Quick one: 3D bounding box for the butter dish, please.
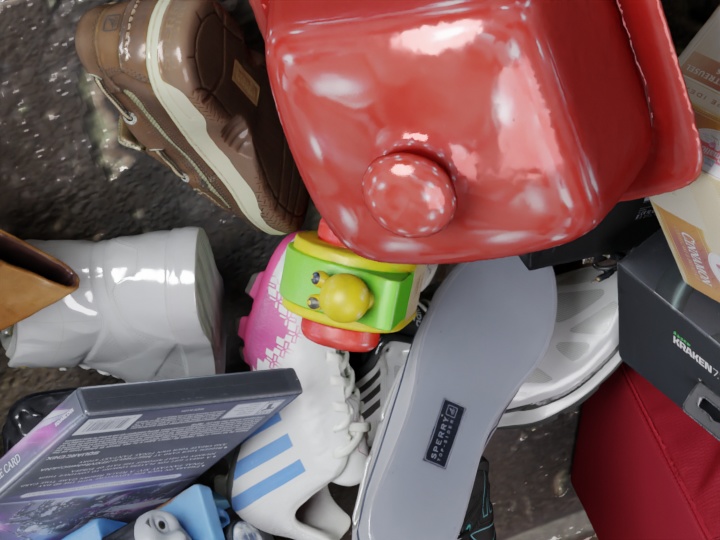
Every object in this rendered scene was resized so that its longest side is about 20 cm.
[{"bbox_3d":[0.037,-0.073,1.230,0.199,0.148,0.200,-6,127,23],"label":"butter dish"}]

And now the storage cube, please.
[{"bbox_3d":[0.245,0.126,1.643,0.170,0.180,0.201,-14,142,-13],"label":"storage cube"}]

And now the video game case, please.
[{"bbox_3d":[-0.140,0.109,1.418,0.142,0.019,0.200,-4,154,-42],"label":"video game case"}]

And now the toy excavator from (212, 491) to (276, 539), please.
[{"bbox_3d":[-0.067,0.214,1.654,0.100,0.200,0.195,-27,102,6],"label":"toy excavator"}]

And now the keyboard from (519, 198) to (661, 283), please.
[{"bbox_3d":[0.155,-0.044,1.495,0.199,0.040,0.104,-10,137,-41],"label":"keyboard"}]

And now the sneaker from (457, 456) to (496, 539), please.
[{"bbox_3d":[0.054,0.156,1.598,0.075,0.080,0.200,-17,169,9],"label":"sneaker"}]

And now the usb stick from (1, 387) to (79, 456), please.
[{"bbox_3d":[-0.171,0.113,1.474,0.055,0.033,0.200,-16,159,-14],"label":"usb stick"}]

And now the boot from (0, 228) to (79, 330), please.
[{"bbox_3d":[-0.215,0.038,1.342,0.200,0.069,0.188,-31,127,29],"label":"boot"}]

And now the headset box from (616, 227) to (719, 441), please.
[{"bbox_3d":[0.261,0.022,1.478,0.200,0.174,0.093,-38,148,-21],"label":"headset box"}]

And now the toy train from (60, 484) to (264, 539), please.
[{"bbox_3d":[-0.146,0.189,1.477,0.200,0.087,0.114,-32,153,26],"label":"toy train"}]

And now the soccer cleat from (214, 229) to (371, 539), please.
[{"bbox_3d":[-0.024,0.068,1.473,0.070,0.086,0.201,-45,153,-46],"label":"soccer cleat"}]

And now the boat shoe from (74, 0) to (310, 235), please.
[{"bbox_3d":[-0.082,-0.079,1.314,0.074,0.075,0.202,3,155,19],"label":"boat shoe"}]

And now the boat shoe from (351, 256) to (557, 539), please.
[{"bbox_3d":[0.043,0.073,1.463,0.073,0.201,0.065,32,161,-12],"label":"boat shoe"}]

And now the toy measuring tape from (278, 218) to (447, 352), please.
[{"bbox_3d":[0.000,0.000,1.410,0.073,0.074,0.200,-34,180,13],"label":"toy measuring tape"}]

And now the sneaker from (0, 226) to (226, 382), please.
[{"bbox_3d":[-0.131,0.031,1.421,0.115,0.074,0.200,-1,154,3],"label":"sneaker"}]

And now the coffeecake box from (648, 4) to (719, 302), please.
[{"bbox_3d":[0.236,-0.092,1.387,0.200,0.073,0.154,-51,146,-14],"label":"coffeecake box"}]

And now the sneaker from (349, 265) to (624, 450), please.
[{"bbox_3d":[0.062,0.042,1.522,0.200,0.076,0.115,-28,145,9],"label":"sneaker"}]
